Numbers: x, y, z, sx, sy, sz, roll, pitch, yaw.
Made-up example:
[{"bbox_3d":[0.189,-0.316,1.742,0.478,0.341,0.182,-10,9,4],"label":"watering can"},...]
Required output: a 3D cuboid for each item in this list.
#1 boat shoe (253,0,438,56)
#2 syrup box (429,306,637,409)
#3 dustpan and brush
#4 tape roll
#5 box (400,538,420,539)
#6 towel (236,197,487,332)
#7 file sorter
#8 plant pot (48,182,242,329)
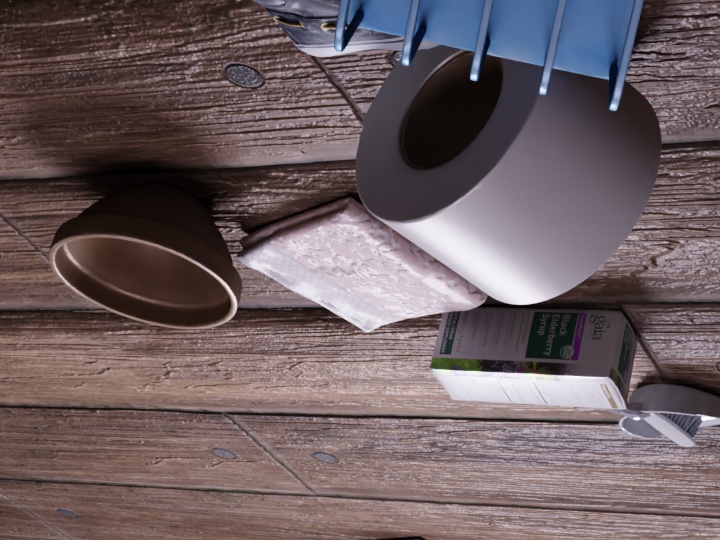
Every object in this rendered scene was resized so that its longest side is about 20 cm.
[{"bbox_3d":[0.002,-0.212,1.281,0.200,0.071,0.091,-7,151,40],"label":"boat shoe"},{"bbox_3d":[0.183,0.090,1.785,0.199,0.079,0.081,1,151,26],"label":"syrup box"},{"bbox_3d":[0.320,0.155,1.865,0.200,0.057,0.139,32,149,-32],"label":"dustpan and brush"},{"bbox_3d":[0.113,-0.093,1.317,0.139,0.204,0.202,32,149,-33],"label":"tape roll"},{"bbox_3d":[0.030,0.523,2.589,0.199,0.199,0.123,-12,141,42],"label":"box"},{"bbox_3d":[0.000,0.000,1.755,0.200,0.032,0.191,31,149,-32],"label":"towel"},{"bbox_3d":[0.091,-0.199,1.128,0.199,0.123,0.139,12,113,5],"label":"file sorter"},{"bbox_3d":[-0.210,-0.025,1.741,0.200,0.093,0.201,12,155,6],"label":"plant pot"}]
